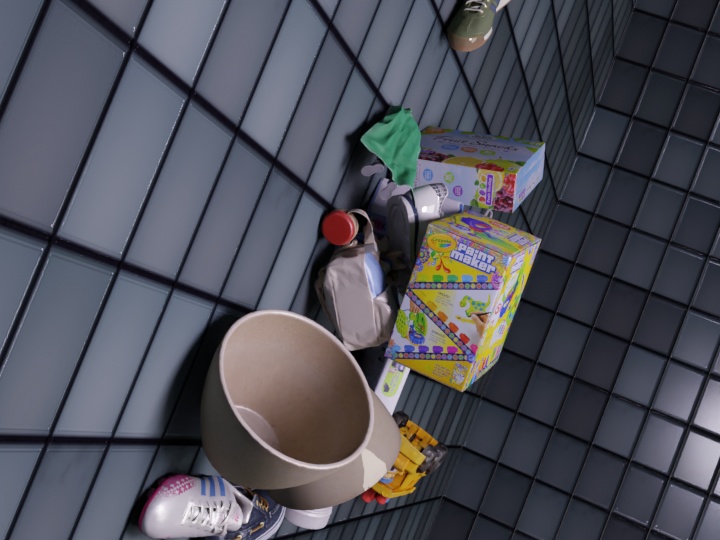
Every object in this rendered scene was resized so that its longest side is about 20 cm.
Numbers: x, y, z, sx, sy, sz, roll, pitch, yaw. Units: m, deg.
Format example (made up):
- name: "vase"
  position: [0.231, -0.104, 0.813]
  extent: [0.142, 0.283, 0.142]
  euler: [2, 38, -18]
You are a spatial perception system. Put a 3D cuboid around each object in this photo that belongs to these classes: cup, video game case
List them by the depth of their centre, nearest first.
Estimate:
- name: "cup"
  position: [-0.105, 0.168, 1.272]
  extent: [0.143, 0.200, 0.200]
  euler: [-46, -179, 39]
- name: "cup"
  position: [-0.059, 0.197, 1.486]
  extent: [0.201, 0.198, 0.145]
  euler: [-52, 130, -46]
- name: "video game case"
  position: [0.018, 0.206, 1.823]
  extent: [0.200, 0.045, 0.183]
  euler: [-163, -85, -80]

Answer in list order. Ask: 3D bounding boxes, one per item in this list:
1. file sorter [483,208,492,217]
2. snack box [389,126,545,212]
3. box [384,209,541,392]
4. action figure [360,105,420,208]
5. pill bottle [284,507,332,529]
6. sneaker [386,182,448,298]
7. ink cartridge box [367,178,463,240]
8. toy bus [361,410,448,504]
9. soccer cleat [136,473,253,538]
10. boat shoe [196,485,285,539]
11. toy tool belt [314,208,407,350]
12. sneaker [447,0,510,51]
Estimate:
- name: "file sorter"
  position: [0.148, -0.055, 1.904]
  extent: [0.125, 0.137, 0.202]
  euler: [-56, 160, -44]
- name: "snack box"
  position: [0.165, -0.158, 1.700]
  extent: [0.169, 0.198, 0.069]
  euler: [-41, 138, -57]
- name: "box"
  position: [0.146, 0.035, 1.529]
  extent: [0.200, 0.121, 0.195]
  euler: [-20, 131, -68]
- name: "action figure"
  position: [0.048, -0.173, 1.524]
  extent: [0.119, 0.054, 0.201]
  euler: [53, 29, -20]
- name: "pill bottle"
  position: [-0.059, 0.283, 1.685]
  extent: [0.111, 0.110, 0.202]
  euler: [-15, 125, -71]
- name: "sneaker"
  position: [0.084, -0.035, 1.567]
  extent: [0.080, 0.076, 0.201]
  euler: [-26, 144, -24]
- name: "ink cartridge box"
  position: [0.082, -0.034, 1.700]
  extent: [0.201, 0.135, 0.077]
  euler: [87, 25, -56]
- name: "toy bus"
  position: [0.065, 0.399, 2.260]
  extent: [0.193, 0.135, 0.200]
  euler: [-54, 163, 5]
- name: "soccer cleat"
  position: [-0.186, 0.279, 1.301]
  extent: [0.071, 0.085, 0.200]
  euler: [-69, 164, 3]
- name: "boat shoe"
  position: [-0.151, 0.322, 1.497]
  extent: [0.200, 0.070, 0.092]
  euler: [-36, 148, -60]
- name: "toy tool belt"
  position: [0.000, 0.000, 1.534]
  extent: [0.123, 0.123, 0.203]
  euler: [-50, 129, -65]
- name: "sneaker"
  position: [0.183, -0.424, 1.695]
  extent: [0.201, 0.066, 0.091]
  euler: [-56, 152, -39]
